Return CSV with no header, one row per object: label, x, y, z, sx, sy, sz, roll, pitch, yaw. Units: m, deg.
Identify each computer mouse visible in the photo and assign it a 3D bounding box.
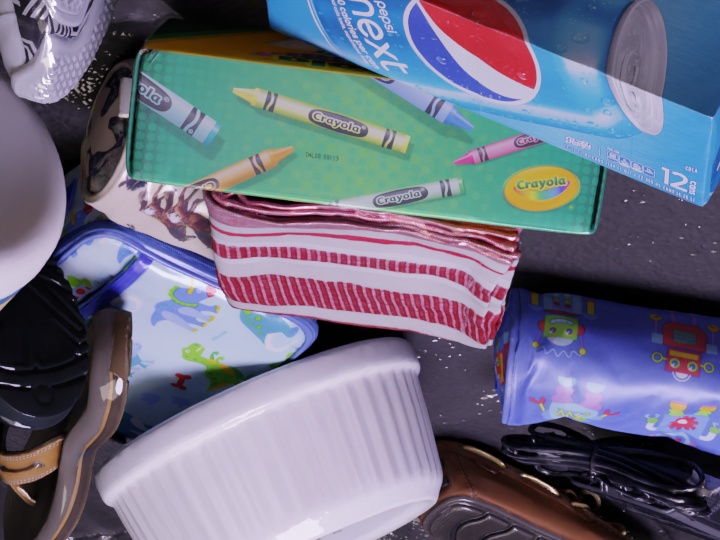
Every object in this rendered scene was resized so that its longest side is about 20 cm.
computer mouse,0.186,0.123,1.446,0.138,0.053,0.200,15,173,34

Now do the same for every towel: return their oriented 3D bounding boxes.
towel,0.000,0.000,1.146,0.144,0.023,0.200,8,165,1

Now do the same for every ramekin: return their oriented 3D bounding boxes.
ramekin,-0.045,0.122,1.395,0.202,0.094,0.202,-22,168,-5

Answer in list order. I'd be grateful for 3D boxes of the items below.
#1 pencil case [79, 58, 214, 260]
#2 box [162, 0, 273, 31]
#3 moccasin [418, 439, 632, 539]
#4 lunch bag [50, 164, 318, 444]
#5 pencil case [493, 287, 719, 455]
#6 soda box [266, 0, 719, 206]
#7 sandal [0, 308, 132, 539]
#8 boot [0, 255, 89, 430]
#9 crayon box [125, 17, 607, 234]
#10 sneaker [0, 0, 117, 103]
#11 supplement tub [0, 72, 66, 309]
pencil case,-0.051,-0.040,1.238,0.200,0.078,0.089,22,142,-23
box,-0.022,-0.156,1.069,0.158,0.048,0.200,-17,141,36
moccasin,0.122,0.170,1.559,0.201,0.078,0.074,25,130,-20
lunch bag,-0.128,0.016,1.349,0.161,0.083,0.200,29,142,-26
pencil case,0.172,0.063,1.357,0.199,0.078,0.087,10,146,-2
soda box,0.062,-0.103,0.961,0.200,0.068,0.064,24,153,18
sandal,-0.171,0.087,1.313,0.054,0.082,0.200,8,146,-19
boot,-0.229,0.030,1.296,0.073,0.199,0.162,-8,152,-40
crayon box,0.004,-0.065,1.049,0.199,0.058,0.119,7,-168,0
sneaker,-0.162,-0.171,0.993,0.115,0.075,0.200,8,110,18
supplement tub,-0.246,-0.007,1.147,0.144,0.145,0.200,25,136,-26
